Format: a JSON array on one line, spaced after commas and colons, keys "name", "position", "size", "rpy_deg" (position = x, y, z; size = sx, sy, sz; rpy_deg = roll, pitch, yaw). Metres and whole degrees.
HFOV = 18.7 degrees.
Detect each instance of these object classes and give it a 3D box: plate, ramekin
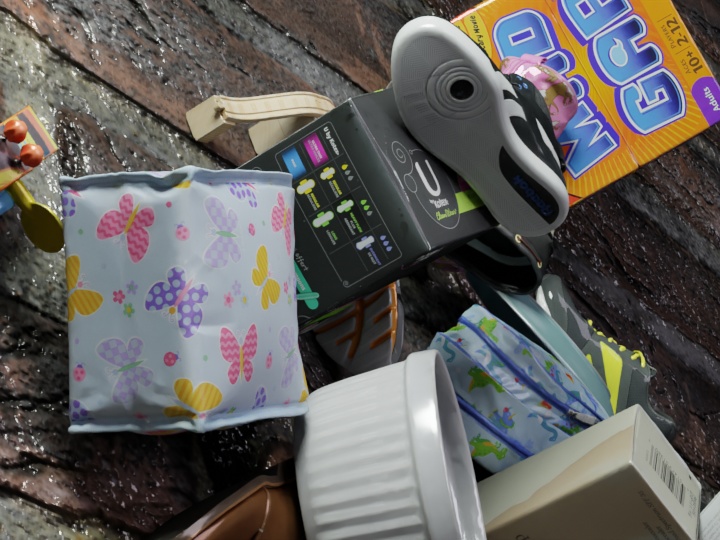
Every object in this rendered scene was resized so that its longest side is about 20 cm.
[{"name": "plate", "position": [0.164, 0.067, 1.900], "size": [0.200, 0.026, 0.200], "rpy_deg": [50, -4, 5]}, {"name": "ramekin", "position": [0.022, 0.162, 1.514], "size": [0.200, 0.105, 0.201], "rpy_deg": [-12, 90, -83]}]

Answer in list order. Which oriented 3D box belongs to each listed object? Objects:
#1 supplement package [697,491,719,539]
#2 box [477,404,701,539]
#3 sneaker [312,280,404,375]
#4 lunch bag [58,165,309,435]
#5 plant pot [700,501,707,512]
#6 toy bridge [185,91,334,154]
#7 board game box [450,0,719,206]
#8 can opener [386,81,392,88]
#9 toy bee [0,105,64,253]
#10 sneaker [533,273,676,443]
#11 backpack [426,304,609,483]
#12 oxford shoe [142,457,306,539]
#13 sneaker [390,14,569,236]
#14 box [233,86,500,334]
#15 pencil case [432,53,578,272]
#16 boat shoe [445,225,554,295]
[{"name": "supplement package", "position": [0.353, 0.239, 1.650], "size": [0.200, 0.117, 0.117], "rpy_deg": [45, 24, 20]}, {"name": "box", "position": [0.150, 0.194, 1.663], "size": [0.095, 0.200, 0.078], "rpy_deg": [49, 28, -19]}, {"name": "sneaker", "position": [0.000, 0.000, 1.737], "size": [0.077, 0.078, 0.200], "rpy_deg": [32, 36, -51]}, {"name": "lunch bag", "position": [-0.106, 0.021, 1.424], "size": [0.200, 0.127, 0.170], "rpy_deg": [-4, 91, -64]}, {"name": "plant pot", "position": [0.253, 0.301, 1.766], "size": [0.178, 0.199, 0.200], "rpy_deg": [51, 25, 8]}, {"name": "toy bridge", "position": [-0.059, -0.118, 1.760], "size": [0.200, 0.067, 0.027], "rpy_deg": [8, 56, -59]}, {"name": "board game box", "position": [0.203, -0.176, 2.057], "size": [0.200, 0.200, 0.200], "rpy_deg": [61, 0, 2]}, {"name": "can opener", "position": [0.096, -0.110, 2.040], "size": [0.200, 0.053, 0.067], "rpy_deg": [55, 28, -13]}, {"name": "toy bee", "position": [-0.228, -0.058, 1.357], "size": [0.131, 0.109, 0.200], "rpy_deg": [48, 29, -27]}, {"name": "sneaker", "position": [0.224, 0.088, 2.015], "size": [0.200, 0.084, 0.074], "rpy_deg": [64, 4, -3]}, {"name": "backpack", "position": [0.121, 0.118, 1.765], "size": [0.200, 0.154, 0.163], "rpy_deg": [18, 20, -33]}, {"name": "oxford shoe", "position": [-0.078, 0.175, 1.430], "size": [0.200, 0.071, 0.071], "rpy_deg": [-15, 80, -64]}, {"name": "sneaker", "position": [0.081, -0.124, 1.565], "size": [0.200, 0.073, 0.112], "rpy_deg": [53, 22, -33]}, {"name": "box", "position": [-0.026, -0.034, 1.582], "size": [0.125, 0.200, 0.148], "rpy_deg": [61, 26, 3]}, {"name": "pencil case", "position": [0.108, -0.094, 1.897], "size": [0.083, 0.200, 0.087], "rpy_deg": [37, -16, 0]}, {"name": "boat shoe", "position": [0.074, -0.048, 1.792], "size": [0.201, 0.074, 0.063], "rpy_deg": [30, 51, -23]}]
